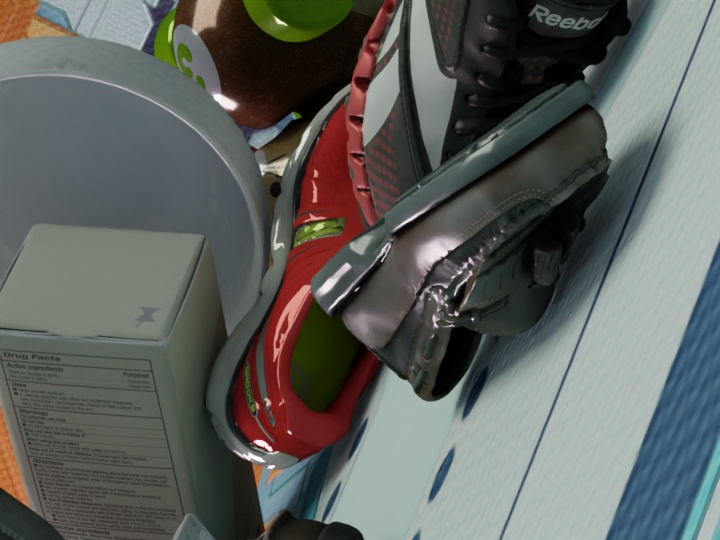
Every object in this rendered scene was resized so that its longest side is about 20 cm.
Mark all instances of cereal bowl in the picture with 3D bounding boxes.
[{"bbox_3d":[-0.138,-0.032,1.176,0.083,0.200,0.200,-80,16,-54],"label":"cereal bowl"}]

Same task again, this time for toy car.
[{"bbox_3d":[-0.033,-0.051,1.236,0.164,0.157,0.201,-20,57,65],"label":"toy car"}]

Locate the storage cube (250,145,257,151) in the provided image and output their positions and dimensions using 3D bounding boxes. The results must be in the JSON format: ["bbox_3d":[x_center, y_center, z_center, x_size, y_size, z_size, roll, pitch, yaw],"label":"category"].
[{"bbox_3d":[-0.143,0.001,1.823,0.200,0.179,0.171,-66,5,-23],"label":"storage cube"}]

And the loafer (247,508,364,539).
[{"bbox_3d":[-0.054,0.135,0.890,0.200,0.071,0.073,124,170,-61],"label":"loafer"}]

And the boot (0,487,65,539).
[{"bbox_3d":[-0.158,0.156,1.117,0.182,0.199,0.073,123,169,-56],"label":"boot"}]

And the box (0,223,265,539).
[{"bbox_3d":[-0.109,0.079,1.144,0.078,0.095,0.200,-70,-19,-47],"label":"box"}]

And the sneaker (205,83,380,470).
[{"bbox_3d":[0.000,0.000,1.104,0.085,0.077,0.201,-14,53,58],"label":"sneaker"}]

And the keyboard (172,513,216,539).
[{"bbox_3d":[-0.076,0.169,0.993,0.011,0.056,0.200,-43,10,23],"label":"keyboard"}]

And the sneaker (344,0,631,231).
[{"bbox_3d":[0.047,-0.080,0.852,0.098,0.071,0.201,34,122,52],"label":"sneaker"}]

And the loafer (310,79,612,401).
[{"bbox_3d":[0.042,-0.005,0.760,0.072,0.063,0.200,-34,-2,-19],"label":"loafer"}]
